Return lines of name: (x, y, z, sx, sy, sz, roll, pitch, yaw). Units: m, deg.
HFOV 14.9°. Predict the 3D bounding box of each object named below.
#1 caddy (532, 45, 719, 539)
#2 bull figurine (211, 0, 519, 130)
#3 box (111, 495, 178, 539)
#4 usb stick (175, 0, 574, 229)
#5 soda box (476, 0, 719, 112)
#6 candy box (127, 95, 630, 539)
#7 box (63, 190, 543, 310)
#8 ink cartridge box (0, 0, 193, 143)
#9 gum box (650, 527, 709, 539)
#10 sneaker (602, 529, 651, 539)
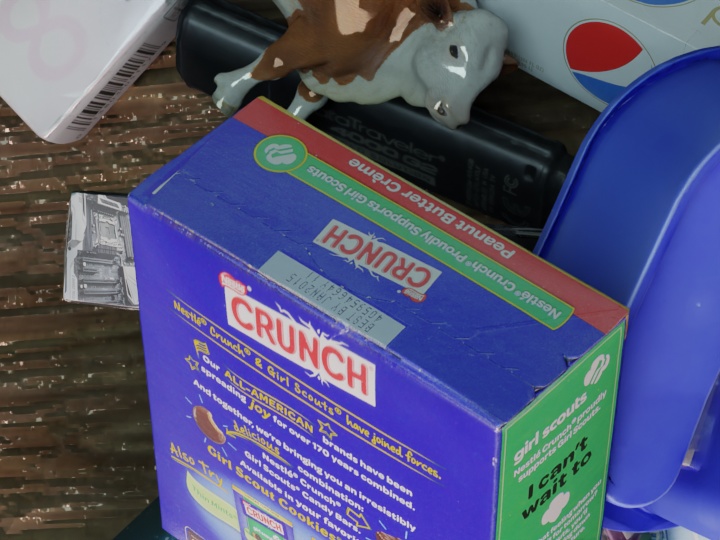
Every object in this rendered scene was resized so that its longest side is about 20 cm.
caddy: (0.136, 0.013, 1.060, 0.141, 0.105, 0.200, 23, 95, -23)
bull figurine: (-0.021, -0.123, 1.186, 0.121, 0.065, 0.200, -37, 69, 15)
box: (-0.100, 0.186, 1.125, 0.200, 0.038, 0.137, -43, 38, -11)
usb stick: (0.005, -0.071, 1.235, 0.200, 0.056, 0.033, 24, 54, 17)
soda box: (0.148, -0.092, 1.161, 0.200, 0.068, 0.064, 30, 143, 19)
candy box: (0.004, 0.058, 1.012, 0.169, 0.200, 0.077, 32, 57, 25)
box: (0.000, 0.000, 1.158, 0.200, 0.158, 0.050, 6, 92, 32)
ink cartridge box: (-0.152, -0.185, 1.287, 0.200, 0.057, 0.163, 45, 103, 8)
gum box: (0.209, 0.066, 1.169, 0.200, 0.045, 0.170, 18, 96, 17)
sneaker: (0.081, 0.136, 1.145, 0.074, 0.088, 0.200, -21, 115, 43)
